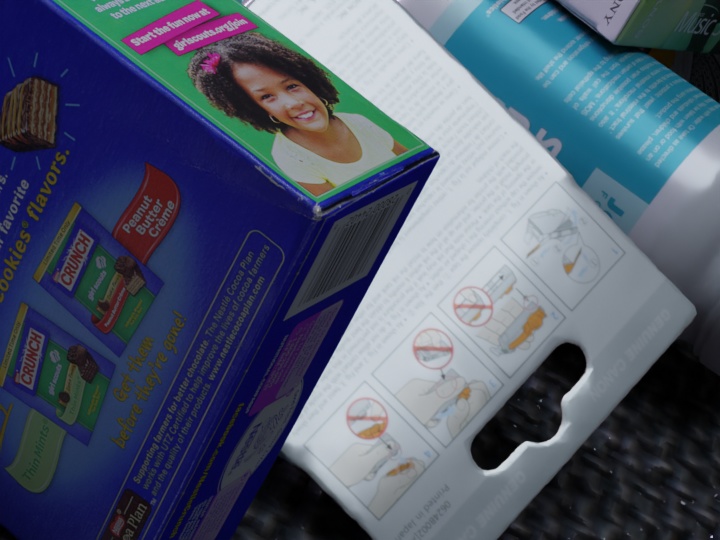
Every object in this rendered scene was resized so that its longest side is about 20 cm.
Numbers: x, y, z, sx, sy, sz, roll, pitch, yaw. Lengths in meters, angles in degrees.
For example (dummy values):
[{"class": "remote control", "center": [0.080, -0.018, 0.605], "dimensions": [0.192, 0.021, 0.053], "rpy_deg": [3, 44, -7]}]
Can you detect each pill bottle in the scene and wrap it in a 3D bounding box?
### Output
[{"class": "pill bottle", "center": [0.092, -0.039, 0.987], "dimensions": [0.200, 0.111, 0.111], "rpy_deg": [36, 33, 15]}]

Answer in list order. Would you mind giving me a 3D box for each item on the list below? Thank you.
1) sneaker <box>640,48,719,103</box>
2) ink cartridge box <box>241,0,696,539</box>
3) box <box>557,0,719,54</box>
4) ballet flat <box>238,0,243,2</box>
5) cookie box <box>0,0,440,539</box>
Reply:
[{"class": "sneaker", "center": [0.157, -0.117, 1.189], "dimensions": [0.082, 0.078, 0.200], "rpy_deg": [23, 42, -14]}, {"class": "ink cartridge box", "center": [0.000, 0.000, 0.875], "dimensions": [0.200, 0.047, 0.160], "rpy_deg": [45, 66, -1]}, {"class": "box", "center": [0.115, -0.146, 1.055], "dimensions": [0.144, 0.036, 0.200], "rpy_deg": [41, 25, 25]}, {"class": "ballet flat", "center": [-0.058, -0.142, 1.055], "dimensions": [0.071, 0.071, 0.200], "rpy_deg": [-4, 69, -40]}, {"class": "cookie box", "center": [-0.101, -0.021, 0.768], "dimensions": [0.200, 0.171, 0.075], "rpy_deg": [38, 31, 15]}]
